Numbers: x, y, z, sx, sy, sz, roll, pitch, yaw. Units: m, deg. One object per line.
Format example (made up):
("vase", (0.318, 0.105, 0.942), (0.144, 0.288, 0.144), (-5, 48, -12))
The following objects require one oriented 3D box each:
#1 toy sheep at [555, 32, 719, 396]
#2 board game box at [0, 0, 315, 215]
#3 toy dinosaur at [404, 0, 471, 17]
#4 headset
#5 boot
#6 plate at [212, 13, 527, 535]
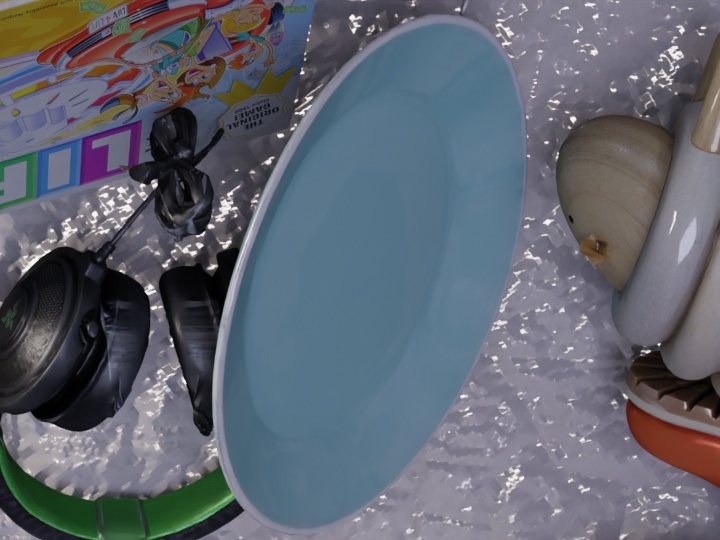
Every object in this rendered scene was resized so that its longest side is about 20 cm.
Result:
("toy sheep", (0.168, -0.009, 0.960), (0.199, 0.138, 0.138), (20, 104, 2))
("board game box", (-0.113, -0.070, 0.875), (0.199, 0.135, 0.034), (-18, 66, -17))
("toy dinosaur", (0.094, -0.180, 0.930), (0.199, 0.077, 0.103), (-20, 129, -10))
("headset", (-0.078, 0.033, 0.941), (0.123, 0.094, 0.201), (0, 124, -15))
("boot", (0.181, 0.104, 1.031), (0.199, 0.075, 0.107), (23, 108, -17))
("plate", (0.000, 0.000, 0.931), (0.026, 0.200, 0.201), (20, 109, 28))
